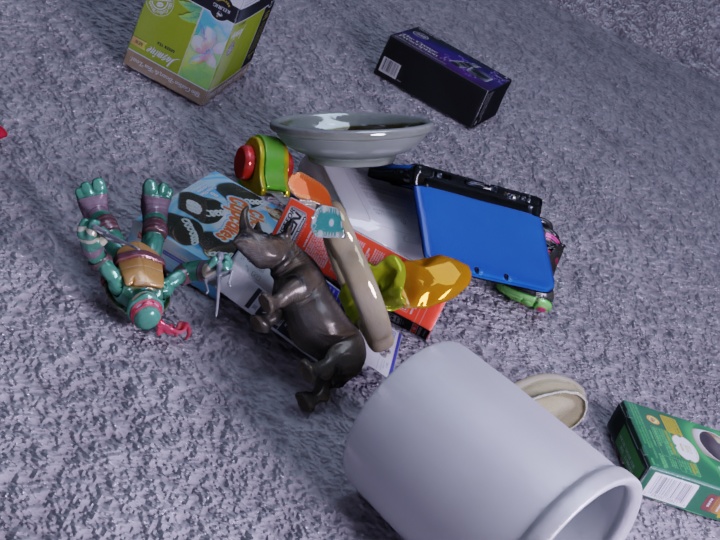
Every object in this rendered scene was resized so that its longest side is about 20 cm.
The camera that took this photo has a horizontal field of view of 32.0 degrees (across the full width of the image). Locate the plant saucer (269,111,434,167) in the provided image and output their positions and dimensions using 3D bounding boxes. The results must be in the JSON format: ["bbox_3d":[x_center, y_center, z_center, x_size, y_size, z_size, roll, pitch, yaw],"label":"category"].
[{"bbox_3d":[-0.010,-0.156,1.506,0.197,0.051,0.200,0,13,0],"label":"plant saucer"}]

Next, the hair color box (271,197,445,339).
[{"bbox_3d":[0.000,0.000,1.369,0.198,0.062,0.102,28,-8,5],"label":"hair color box"}]

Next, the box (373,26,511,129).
[{"bbox_3d":[0.143,-0.334,2.161,0.198,0.080,0.141,32,23,12],"label":"box"}]

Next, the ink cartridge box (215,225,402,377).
[{"bbox_3d":[-0.050,0.043,1.285,0.199,0.039,0.100,36,25,-7],"label":"ink cartridge box"}]

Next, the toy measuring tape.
[{"bbox_3d":[-0.099,-0.120,1.481,0.073,0.075,0.199,10,8,-29],"label":"toy measuring tape"}]

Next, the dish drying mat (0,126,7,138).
[{"bbox_3d":[-0.466,-0.146,1.315,0.076,0.018,0.199,36,27,18],"label":"dish drying mat"}]

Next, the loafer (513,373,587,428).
[{"bbox_3d":[0.155,0.155,1.256,0.198,0.076,0.068,-6,39,-33],"label":"loafer"}]

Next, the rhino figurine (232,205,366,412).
[{"bbox_3d":[-0.063,0.027,1.202,0.087,0.060,0.202,-26,85,-37],"label":"rhino figurine"}]

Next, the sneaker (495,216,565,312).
[{"bbox_3d":[0.221,-0.013,1.614,0.076,0.085,0.201,21,26,-7],"label":"sneaker"}]

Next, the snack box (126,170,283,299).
[{"bbox_3d":[-0.159,-0.043,1.378,0.115,0.037,0.200,30,26,7],"label":"snack box"}]

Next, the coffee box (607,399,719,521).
[{"bbox_3d":[0.374,0.218,1.364,0.197,0.044,0.124,18,27,-15],"label":"coffee box"}]

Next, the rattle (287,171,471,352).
[{"bbox_3d":[0.024,-0.029,1.211,0.141,0.202,0.131,-13,34,7],"label":"rattle"}]

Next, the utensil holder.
[{"bbox_3d":[0.105,0.179,1.049,0.169,0.172,0.200,-7,39,-48],"label":"utensil holder"}]

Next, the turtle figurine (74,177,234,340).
[{"bbox_3d":[-0.210,-0.010,1.198,0.148,0.101,0.201,16,30,-33],"label":"turtle figurine"}]

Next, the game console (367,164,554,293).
[{"bbox_3d":[0.119,-0.051,1.514,0.198,0.120,0.170,13,-3,-33],"label":"game console"}]

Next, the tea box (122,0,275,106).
[{"bbox_3d":[-0.210,-0.364,1.752,0.132,0.199,0.200,26,24,2],"label":"tea box"}]

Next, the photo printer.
[{"bbox_3d":[0.020,-0.063,1.540,0.164,0.070,0.201,13,29,-28],"label":"photo printer"}]

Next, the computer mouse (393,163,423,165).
[{"bbox_3d":[0.096,-0.092,1.696,0.137,0.053,0.200,10,19,-33],"label":"computer mouse"}]
